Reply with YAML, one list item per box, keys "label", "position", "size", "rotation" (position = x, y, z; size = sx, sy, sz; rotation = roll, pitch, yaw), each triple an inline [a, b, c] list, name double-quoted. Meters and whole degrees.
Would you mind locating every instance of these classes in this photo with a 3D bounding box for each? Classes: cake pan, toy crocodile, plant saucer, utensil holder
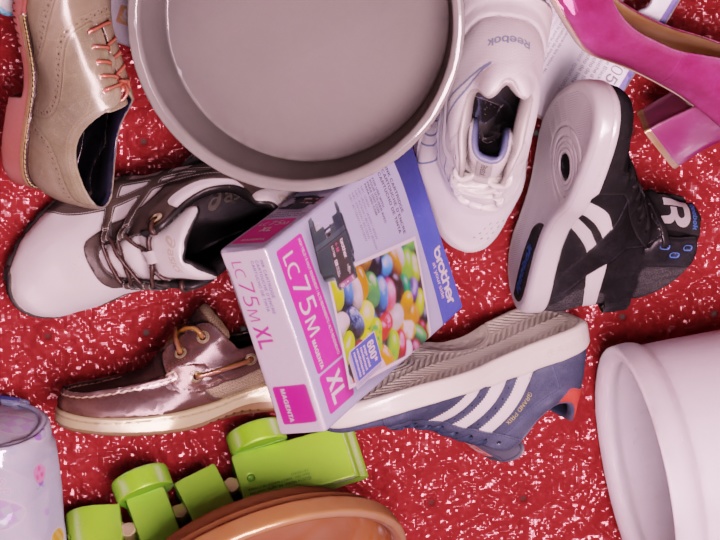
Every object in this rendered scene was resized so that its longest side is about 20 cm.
- label: "cake pan"
  position: [-0.036, -0.147, 1.364]
  size: [0.200, 0.037, 0.200]
  rotation: [2, 100, 10]
- label: "toy crocodile"
  position: [-0.093, 0.147, 1.493]
  size: [0.200, 0.062, 0.068]
  rotation: [-20, 73, -8]
- label: "plant saucer"
  position: [-0.069, 0.194, 1.470]
  size: [0.200, 0.037, 0.200]
  rotation: [-19, 150, -12]
- label: "utensil holder"
  position: [0.268, 0.111, 1.482]
  size: [0.200, 0.170, 0.170]
  rotation: [-12, 108, -8]

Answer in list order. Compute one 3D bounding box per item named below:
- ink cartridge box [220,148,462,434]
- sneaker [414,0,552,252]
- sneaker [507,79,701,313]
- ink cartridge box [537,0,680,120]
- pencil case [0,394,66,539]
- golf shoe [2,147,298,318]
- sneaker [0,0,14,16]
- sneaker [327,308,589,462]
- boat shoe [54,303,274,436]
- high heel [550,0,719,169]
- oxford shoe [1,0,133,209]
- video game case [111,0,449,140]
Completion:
- label: "ink cartridge box"
  position: [0.000, 0.000, 1.403]
  size: [0.042, 0.200, 0.119]
  rotation: [-5, 112, 34]
- label: "sneaker"
  position: [0.070, -0.077, 1.409]
  size: [0.074, 0.087, 0.200]
  rotation: [5, 139, 0]
- label: "sneaker"
  position: [0.164, -0.049, 1.437]
  size: [0.112, 0.073, 0.200]
  rotation: [-3, 146, -14]
- label: "ink cartridge box"
  position: [0.105, -0.207, 1.426]
  size: [0.200, 0.041, 0.200]
  rotation: [28, 102, -16]
- label: "pencil case"
  position: [-0.230, 0.183, 1.468]
  size: [0.091, 0.083, 0.200]
  rotation: [2, 109, 23]
- label: "golf shoe"
  position: [-0.131, -0.021, 1.414]
  size: [0.200, 0.095, 0.078]
  rotation: [-27, 110, 9]
- label: "sneaker"
  position: [-0.194, -0.246, 1.352]
  size: [0.081, 0.077, 0.200]
  rotation: [-2, 109, -12]
- label: "sneaker"
  position: [0.061, 0.087, 1.467]
  size: [0.200, 0.075, 0.085]
  rotation: [-14, 115, -26]
- label: "boat shoe"
  position: [-0.096, 0.056, 1.462]
  size: [0.200, 0.072, 0.072]
  rotation: [-9, 100, -10]
- label: "high heel"
  position: [0.180, -0.151, 1.393]
  size: [0.096, 0.067, 0.200]
  rotation: [-33, 116, 14]
- label: "oxford shoe"
  position: [-0.159, -0.130, 1.371]
  size: [0.075, 0.070, 0.200]
  rotation: [27, 126, 26]
- label: "video game case"
  position: [-0.039, -0.193, 1.386]
  size: [0.200, 0.023, 0.182]
  rotation: [20, 103, 5]
